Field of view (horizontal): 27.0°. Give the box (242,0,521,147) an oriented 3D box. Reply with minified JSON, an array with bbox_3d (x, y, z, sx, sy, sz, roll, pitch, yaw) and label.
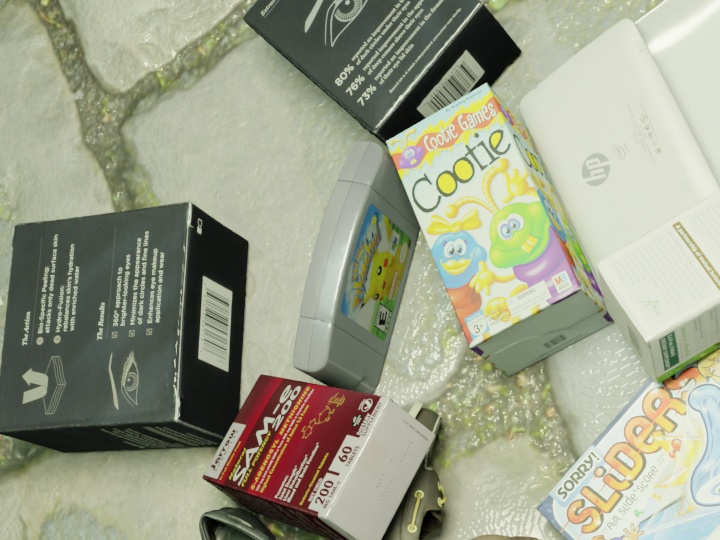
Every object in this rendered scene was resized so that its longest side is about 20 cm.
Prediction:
[{"bbox_3d":[0.018,-0.213,1.351,0.148,0.104,0.200,-49,59,5],"label":"box"}]

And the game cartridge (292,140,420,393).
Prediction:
[{"bbox_3d":[0.000,0.000,1.274,0.040,0.133,0.202,9,79,28],"label":"game cartridge"}]

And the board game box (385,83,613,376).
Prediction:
[{"bbox_3d":[0.115,-0.033,1.245,0.104,0.103,0.201,-29,63,15],"label":"board game box"}]

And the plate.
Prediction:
[{"bbox_3d":[0.324,-0.164,1.226,0.199,0.032,0.201,-37,62,11],"label":"plate"}]

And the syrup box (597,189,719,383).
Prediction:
[{"bbox_3d":[0.286,-0.008,1.140,0.199,0.079,0.082,-29,59,-1],"label":"syrup box"}]

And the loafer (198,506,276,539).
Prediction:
[{"bbox_3d":[-0.067,0.275,1.254,0.068,0.070,0.200,-50,60,4],"label":"loafer"}]

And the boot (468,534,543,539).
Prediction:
[{"bbox_3d":[0.090,0.302,1.157,0.145,0.070,0.202,-23,54,32],"label":"boot"}]

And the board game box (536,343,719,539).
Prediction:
[{"bbox_3d":[0.250,0.157,1.156,0.200,0.034,0.135,-50,60,3],"label":"board game box"}]

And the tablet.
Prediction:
[{"bbox_3d":[0.215,-0.095,1.245,0.130,0.014,0.202,-37,61,31],"label":"tablet"}]

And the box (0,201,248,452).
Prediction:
[{"bbox_3d":[-0.216,0.057,1.371,0.198,0.117,0.199,-5,72,23],"label":"box"}]

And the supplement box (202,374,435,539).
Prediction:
[{"bbox_3d":[-0.038,0.153,1.227,0.199,0.061,0.109,2,59,56],"label":"supplement box"}]

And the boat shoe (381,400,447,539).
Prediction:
[{"bbox_3d":[0.037,0.201,1.216,0.060,0.072,0.203,17,58,6],"label":"boat shoe"}]
